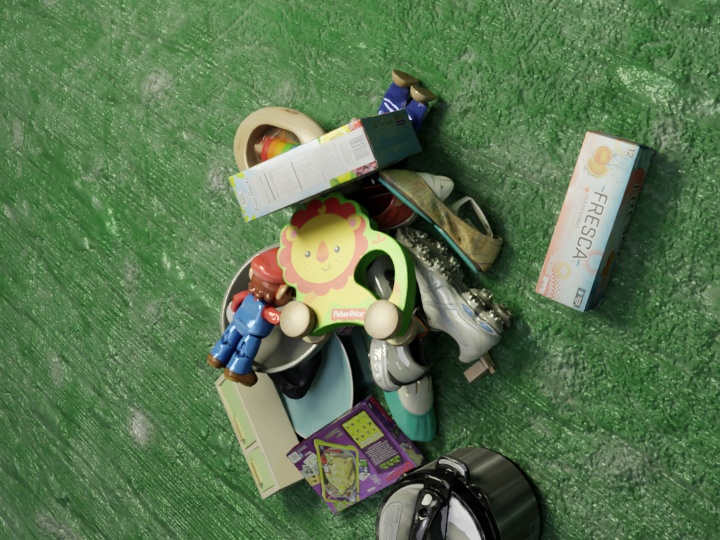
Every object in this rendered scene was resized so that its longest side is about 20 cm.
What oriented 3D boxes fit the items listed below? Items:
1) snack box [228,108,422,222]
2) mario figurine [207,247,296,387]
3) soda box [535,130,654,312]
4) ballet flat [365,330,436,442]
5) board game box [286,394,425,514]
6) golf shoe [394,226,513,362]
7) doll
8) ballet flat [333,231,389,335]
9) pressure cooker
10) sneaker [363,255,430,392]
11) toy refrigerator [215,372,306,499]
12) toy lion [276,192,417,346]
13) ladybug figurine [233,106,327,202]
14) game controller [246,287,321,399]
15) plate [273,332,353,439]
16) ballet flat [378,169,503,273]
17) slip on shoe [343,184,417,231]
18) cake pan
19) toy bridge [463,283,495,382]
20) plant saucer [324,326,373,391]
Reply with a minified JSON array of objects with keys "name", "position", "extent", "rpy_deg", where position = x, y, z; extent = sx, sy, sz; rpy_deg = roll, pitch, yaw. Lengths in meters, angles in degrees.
[{"name":"snack box","position":[-0.042,-0.137,1.042],"extent":[0.198,0.168,0.068],"rpy_deg":[-21,96,26]},{"name":"mario figurine","position":[-0.129,0.062,1.151],"extent":[0.123,0.106,0.202],"rpy_deg":[29,95,0]},{"name":"soda box","position":[0.275,-0.058,0.956],"extent":[0.068,0.063,0.202],"rpy_deg":[25,108,31]},{"name":"ballet flat","position":[0.061,0.138,1.116],"extent":[0.070,0.067,0.202],"rpy_deg":[-43,65,59]},{"name":"board game box","position":[-0.011,0.270,1.173],"extent":[0.200,0.032,0.121],"rpy_deg":[-39,88,39]},{"name":"golf shoe","position":[0.099,0.032,1.054],"extent":[0.200,0.078,0.098],"rpy_deg":[50,121,24]},{"name":"doll","position":[0.027,-0.175,1.134],"extent":[0.137,0.048,0.201],"rpy_deg":[46,121,29]},{"name":"ballet flat","position":[0.000,0.000,1.140],"extent":[0.068,0.071,0.202],"rpy_deg":[4,60,36]},{"name":"pressure cooker","position":[0.117,0.323,1.017],"extent":[0.178,0.199,0.177],"rpy_deg":[-37,74,32]},{"name":"sneaker","position":[0.049,0.053,1.063],"extent":[0.079,0.074,0.203],"rpy_deg":[-18,76,31]},{"name":"toy refrigerator","position":[-0.157,0.247,1.274],"extent":[0.076,0.069,0.202],"rpy_deg":[-43,69,53]},{"name":"toy lion","position":[-0.021,-0.004,1.040],"extent":[0.198,0.068,0.194],"rpy_deg":[-1,76,29]},{"name":"ladybug figurine","position":[-0.103,-0.171,1.212],"extent":[0.199,0.072,0.137],"rpy_deg":[25,109,32]},{"name":"game controller","position":[-0.132,0.103,1.248],"extent":[0.200,0.042,0.105],"rpy_deg":[43,111,34]},{"name":"plate","position":[-0.072,0.158,1.231],"extent":[0.199,0.025,0.203],"rpy_deg":[11,105,45]},{"name":"ballet flat","position":[0.107,-0.078,1.023],"extent":[0.070,0.071,0.200],"rpy_deg":[-34,117,32]},{"name":"slip on shoe","position":[-0.019,-0.077,1.114],"extent":[0.198,0.061,0.075],"rpy_deg":[-12,61,26]},{"name":"cake pan","position":[-0.116,0.057,1.199],"extent":[0.198,0.037,0.203],"rpy_deg":[-11,65,24]},{"name":"toy bridge","position":[0.124,0.053,1.095],"extent":[0.067,0.027,0.201],"rpy_deg":[-44,68,29]},{"name":"plant saucer","position":[-0.038,0.084,1.221],"extent":[0.070,0.019,0.202],"rpy_deg":[-27,79,35]}]
